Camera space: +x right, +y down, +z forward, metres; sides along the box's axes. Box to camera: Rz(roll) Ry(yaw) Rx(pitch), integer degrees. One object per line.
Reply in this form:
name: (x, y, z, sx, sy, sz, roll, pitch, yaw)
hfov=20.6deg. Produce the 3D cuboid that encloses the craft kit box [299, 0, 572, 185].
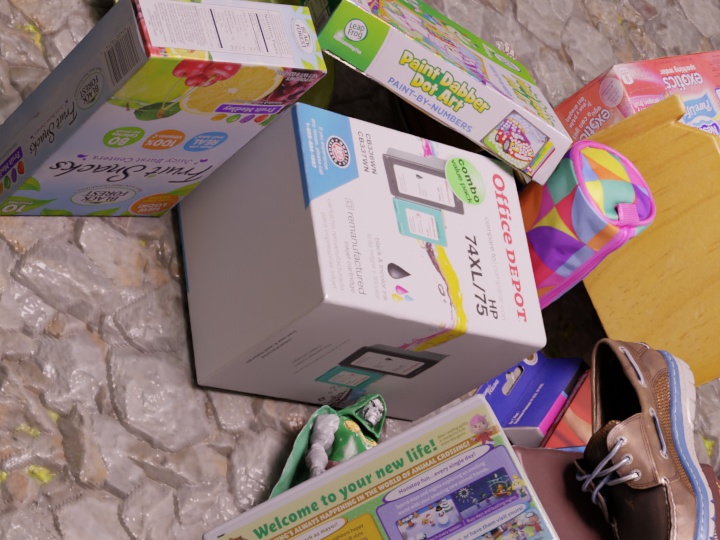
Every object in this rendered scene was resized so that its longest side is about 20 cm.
craft kit box: (0.048, -0.156, 1.451, 0.197, 0.049, 0.200, 33, 15, -18)

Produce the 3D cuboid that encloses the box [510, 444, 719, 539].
box: (0.138, 0.228, 1.334, 0.199, 0.164, 0.167, 9, 59, -38)

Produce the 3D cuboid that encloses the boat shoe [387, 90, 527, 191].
boat shoe: (0.090, -0.094, 1.563, 0.072, 0.068, 0.201, -18, 77, -45)

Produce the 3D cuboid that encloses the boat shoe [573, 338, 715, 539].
boat shoe: (0.172, 0.128, 1.263, 0.072, 0.072, 0.201, 25, 39, -22)

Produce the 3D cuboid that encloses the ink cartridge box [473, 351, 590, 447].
ink cartridge box: (0.177, 0.139, 1.525, 0.200, 0.037, 0.095, 47, 44, -6)

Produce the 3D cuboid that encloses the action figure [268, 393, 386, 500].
action figure: (-0.022, 0.160, 1.312, 0.118, 0.054, 0.201, 45, 45, -27)

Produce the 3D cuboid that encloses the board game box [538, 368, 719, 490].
board game box: (0.223, 0.173, 1.486, 0.200, 0.019, 0.103, 42, 48, -4)

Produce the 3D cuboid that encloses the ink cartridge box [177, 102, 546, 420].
ink cartridge box: (0.000, 0.000, 1.363, 0.199, 0.146, 0.148, 12, 58, -39)

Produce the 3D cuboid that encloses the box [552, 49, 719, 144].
box: (0.266, -0.120, 1.720, 0.199, 0.094, 0.103, -14, 75, -46)

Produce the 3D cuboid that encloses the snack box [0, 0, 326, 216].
snack box: (-0.135, -0.101, 1.263, 0.141, 0.200, 0.053, 1, 64, -42)

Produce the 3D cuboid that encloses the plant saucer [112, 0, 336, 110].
plant saucer: (-0.105, -0.177, 1.465, 0.199, 0.031, 0.202, 22, 52, -31)

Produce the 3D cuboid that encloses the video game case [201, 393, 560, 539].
video game case: (0.028, 0.198, 1.209, 0.199, 0.022, 0.183, -26, 69, -4)

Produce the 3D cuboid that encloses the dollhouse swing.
dollhouse swing: (0.244, -0.019, 1.536, 0.175, 0.181, 0.202, -18, 83, -62)

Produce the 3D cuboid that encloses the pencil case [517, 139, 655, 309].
pencil case: (0.126, -0.009, 1.455, 0.088, 0.200, 0.089, 24, 42, -24)
